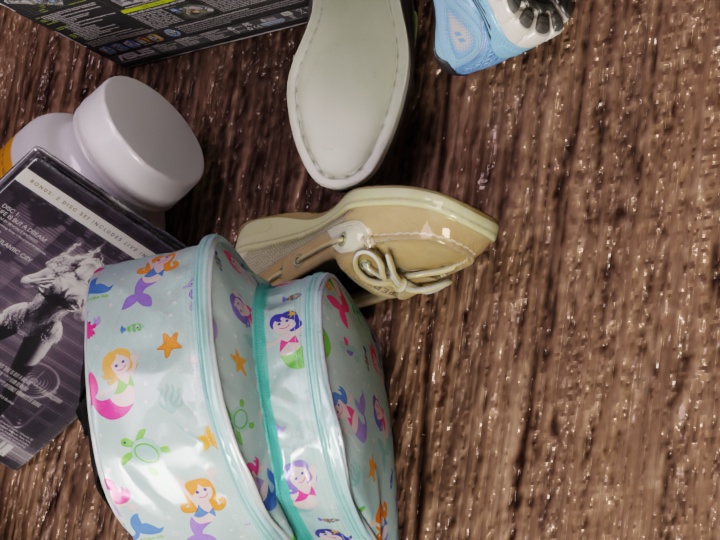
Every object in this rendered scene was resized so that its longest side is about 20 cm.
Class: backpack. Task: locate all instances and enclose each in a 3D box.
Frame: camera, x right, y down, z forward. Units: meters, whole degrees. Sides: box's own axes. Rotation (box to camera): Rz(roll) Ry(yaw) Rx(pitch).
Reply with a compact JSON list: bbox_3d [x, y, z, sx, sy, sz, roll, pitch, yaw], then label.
[{"bbox_3d":[-0.066,0.079,1.435,0.150,0.200,0.178,-16,57,17],"label":"backpack"}]

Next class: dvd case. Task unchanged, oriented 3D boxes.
[{"bbox_3d":[-0.199,0.026,1.634,0.200,0.148,0.016,-40,33,26],"label":"dvd case"}]

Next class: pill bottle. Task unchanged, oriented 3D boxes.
[{"bbox_3d":[-0.190,-0.025,1.676,0.200,0.111,0.111,-41,47,25],"label":"pill bottle"}]

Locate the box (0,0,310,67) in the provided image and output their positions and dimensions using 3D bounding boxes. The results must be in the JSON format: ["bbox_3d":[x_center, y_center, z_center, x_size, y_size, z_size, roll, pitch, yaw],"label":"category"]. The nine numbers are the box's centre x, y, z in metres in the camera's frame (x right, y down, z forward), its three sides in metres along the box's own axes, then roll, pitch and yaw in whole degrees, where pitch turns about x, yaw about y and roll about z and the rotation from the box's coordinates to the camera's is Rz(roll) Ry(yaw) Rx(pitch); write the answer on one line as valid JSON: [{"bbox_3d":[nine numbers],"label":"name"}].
[{"bbox_3d":[-0.131,-0.186,1.654,0.199,0.160,0.044,-9,64,44],"label":"box"}]

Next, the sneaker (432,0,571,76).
[{"bbox_3d":[0.050,-0.196,1.537,0.090,0.078,0.201,-36,48,35],"label":"sneaker"}]

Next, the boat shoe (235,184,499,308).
[{"bbox_3d":[-0.002,-0.001,1.499,0.200,0.073,0.063,-8,62,47],"label":"boat shoe"}]

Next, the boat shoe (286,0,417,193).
[{"bbox_3d":[0.001,-0.133,1.572,0.071,0.061,0.202,-4,69,15],"label":"boat shoe"}]
